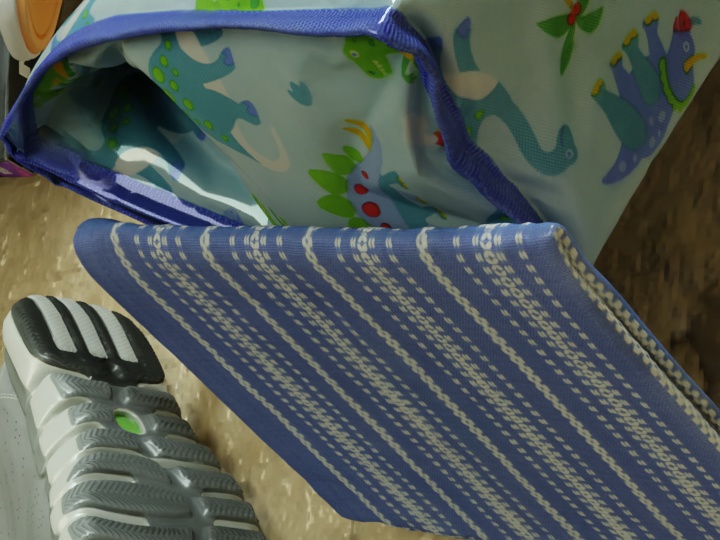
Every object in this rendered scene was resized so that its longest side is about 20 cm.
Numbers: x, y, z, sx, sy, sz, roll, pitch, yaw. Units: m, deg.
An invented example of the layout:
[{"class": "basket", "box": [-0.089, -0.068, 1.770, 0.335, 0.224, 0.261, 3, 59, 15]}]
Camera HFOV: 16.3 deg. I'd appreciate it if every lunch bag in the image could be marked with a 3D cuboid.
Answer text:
[{"class": "lunch bag", "box": [0.007, -0.086, 0.696, 0.199, 0.128, 0.170, 7, 52, 45]}]

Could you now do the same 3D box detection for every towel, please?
[{"class": "towel", "box": [0.022, 0.030, 0.676, 0.199, 0.145, 0.024, 1, 54, 50]}]

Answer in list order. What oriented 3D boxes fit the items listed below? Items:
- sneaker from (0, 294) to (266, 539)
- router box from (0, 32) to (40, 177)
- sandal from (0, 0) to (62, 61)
[{"class": "sneaker", "box": [-0.094, 0.106, 0.865, 0.116, 0.075, 0.200, -64, 29, 23]}, {"class": "router box", "box": [-0.197, -0.139, 0.969, 0.051, 0.148, 0.202, 29, -117, -83]}, {"class": "sandal", "box": [-0.095, -0.169, 0.946, 0.079, 0.059, 0.208, 80, -166, -65]}]
